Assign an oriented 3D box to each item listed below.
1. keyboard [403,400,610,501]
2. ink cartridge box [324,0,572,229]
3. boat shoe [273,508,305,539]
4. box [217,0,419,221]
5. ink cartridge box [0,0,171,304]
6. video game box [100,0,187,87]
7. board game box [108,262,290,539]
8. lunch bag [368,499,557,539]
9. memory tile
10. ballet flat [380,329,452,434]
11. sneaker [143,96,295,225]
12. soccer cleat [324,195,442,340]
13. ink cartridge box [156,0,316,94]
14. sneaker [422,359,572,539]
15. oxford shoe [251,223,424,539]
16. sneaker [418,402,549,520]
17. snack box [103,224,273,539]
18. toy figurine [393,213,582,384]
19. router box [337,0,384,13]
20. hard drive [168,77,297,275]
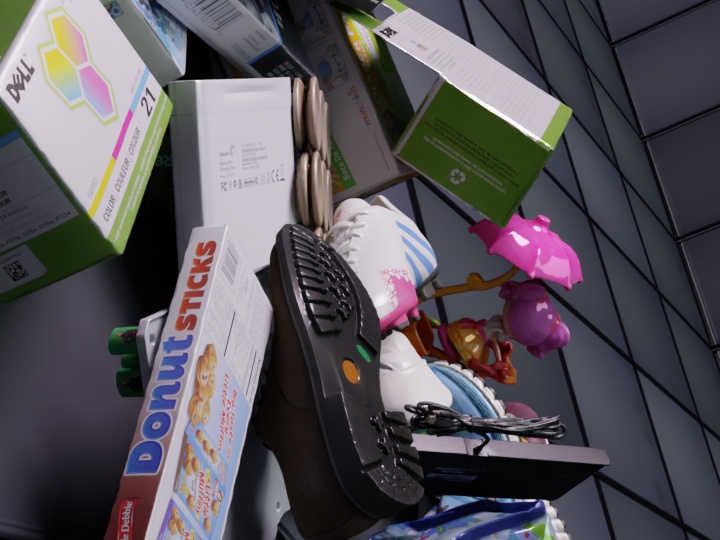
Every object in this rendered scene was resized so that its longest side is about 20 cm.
[{"bbox_3d":[0.068,0.114,0.904,0.198,0.127,0.021,7,60,-23],"label":"keyboard"},{"bbox_3d":[0.057,-0.134,1.103,0.199,0.076,0.148,33,22,3],"label":"ink cartridge box"},{"bbox_3d":[-0.011,0.223,0.806,0.069,0.056,0.201,32,-32,59],"label":"boat shoe"},{"bbox_3d":[-0.034,-0.151,1.124,0.201,0.101,0.112,67,20,-2],"label":"box"},{"bbox_3d":[-0.188,-0.109,0.697,0.201,0.075,0.148,57,22,-30],"label":"ink cartridge box"},{"bbox_3d":[-0.173,-0.228,0.897,0.183,0.047,0.201,53,17,-31],"label":"video game box"},{"bbox_3d":[-0.072,0.108,0.783,0.200,0.026,0.202,-28,112,-70],"label":"board game box"},{"bbox_3d":[0.072,0.245,0.921,0.171,0.126,0.200,71,-21,6],"label":"lunch bag"},{"bbox_3d":[-0.031,-0.026,0.990,0.153,0.017,0.202,30,59,-87],"label":"memory tile"},{"bbox_3d":[0.013,0.069,0.987,0.070,0.069,0.200,65,-7,-6],"label":"ballet flat"},{"bbox_3d":[-0.097,-0.076,0.953,0.200,0.075,0.080,-17,97,-63],"label":"sneaker"},{"bbox_3d":[0.000,0.000,0.922,0.087,0.070,0.200,58,15,-3],"label":"soccer cleat"},{"bbox_3d":[-0.112,-0.236,0.968,0.201,0.043,0.198,67,13,19],"label":"ink cartridge box"},{"bbox_3d":[0.077,0.155,1.027,0.079,0.089,0.201,94,-29,-60],"label":"sneaker"},{"bbox_3d":[-0.031,0.058,0.783,0.072,0.084,0.201,29,35,-37],"label":"oxford shoe"},{"bbox_3d":[0.095,0.167,1.118,0.090,0.074,0.201,55,37,-32],"label":"sneaker"},{"bbox_3d":[-0.080,0.077,0.686,0.072,0.024,0.201,67,26,-46],"label":"snack box"},{"bbox_3d":[0.093,0.038,1.134,0.201,0.183,0.150,63,20,-14],"label":"toy figurine"},{"bbox_3d":[-0.044,-0.261,0.968,0.150,0.062,0.200,52,16,9],"label":"router box"},{"bbox_3d":[-0.074,-0.017,0.880,0.132,0.026,0.202,-21,109,-67],"label":"hard drive"}]
